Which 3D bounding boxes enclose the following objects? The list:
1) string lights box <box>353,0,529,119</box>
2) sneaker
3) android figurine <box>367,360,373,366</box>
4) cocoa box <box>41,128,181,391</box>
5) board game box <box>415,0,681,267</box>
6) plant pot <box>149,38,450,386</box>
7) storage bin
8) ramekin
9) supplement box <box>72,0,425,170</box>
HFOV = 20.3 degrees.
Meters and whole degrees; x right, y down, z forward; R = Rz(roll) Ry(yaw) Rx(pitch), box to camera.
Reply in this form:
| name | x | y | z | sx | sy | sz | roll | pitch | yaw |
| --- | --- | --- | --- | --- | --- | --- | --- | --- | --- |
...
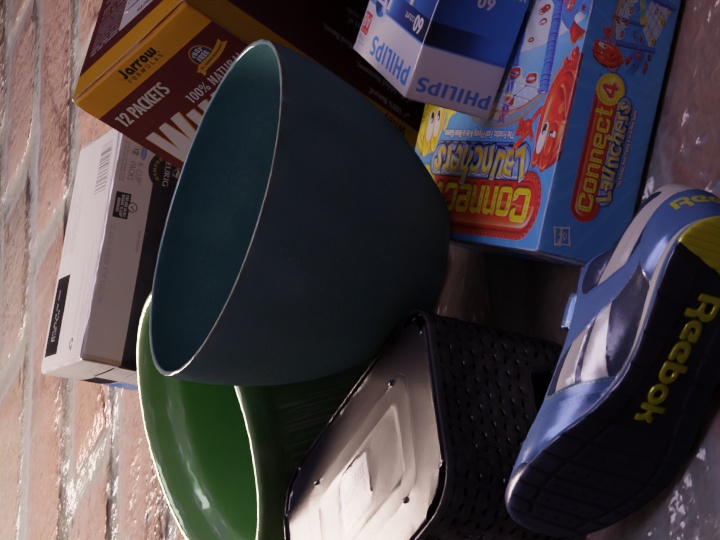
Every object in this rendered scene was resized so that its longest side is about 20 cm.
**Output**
| name | x | y | z | sx | sy | sz | roll | pitch | yaw |
| --- | --- | --- | --- | --- | --- | --- | --- | --- | --- |
| string lights box | 0.067 | -0.202 | 1.167 | 0.202 | 0.058 | 0.103 | -71 | 24 | 16 |
| sneaker | 0.134 | 0.045 | 1.008 | 0.201 | 0.073 | 0.082 | -59 | 25 | 21 |
| android figurine | 0.000 | 0.000 | 1.388 | 0.182 | 0.041 | 0.202 | 41 | 115 | 65 |
| cocoa box | -0.174 | -0.004 | 1.686 | 0.133 | 0.130 | 0.202 | 164 | 117 | -66 |
| board game box | 0.104 | -0.107 | 1.179 | 0.200 | 0.055 | 0.198 | -170 | 93 | -68 |
| plant pot | -0.027 | -0.018 | 1.181 | 0.200 | 0.134 | 0.201 | -53 | 27 | 43 |
| storage bin | 0.038 | 0.134 | 1.157 | 0.200 | 0.093 | 0.136 | -54 | 31 | 42 |
| ramekin | -0.066 | 0.097 | 1.334 | 0.200 | 0.097 | 0.202 | 39 | 136 | 52 |
| supplement box | -0.057 | -0.165 | 1.341 | 0.132 | 0.197 | 0.201 | -33 | 35 | 43 |
